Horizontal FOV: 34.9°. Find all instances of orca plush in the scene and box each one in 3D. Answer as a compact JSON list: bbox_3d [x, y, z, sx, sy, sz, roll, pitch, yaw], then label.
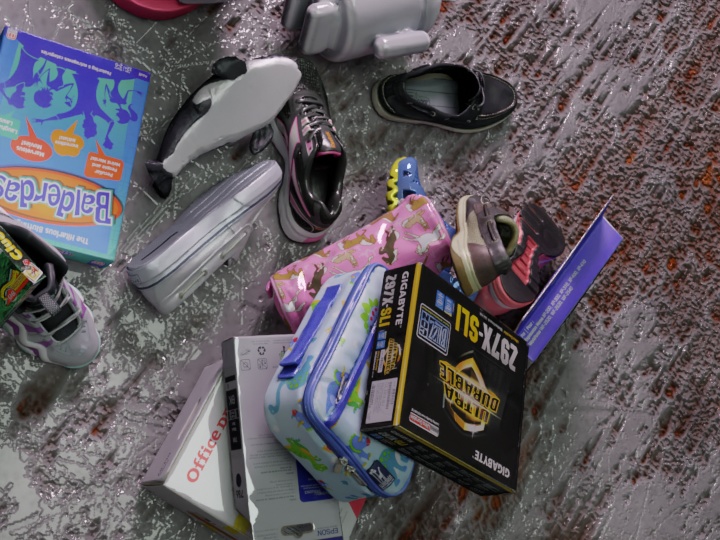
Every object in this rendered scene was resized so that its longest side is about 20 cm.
[{"bbox_3d":[-0.153,-0.159,1.206,0.105,0.071,0.201,42,79,-35],"label":"orca plush"}]

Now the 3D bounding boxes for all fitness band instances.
[{"bbox_3d":[-0.200,-0.356,1.231,0.200,0.037,0.144,-42,103,-27],"label":"fitness band"}]

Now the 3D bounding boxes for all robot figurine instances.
[{"bbox_3d":[0.009,-0.303,1.283,0.198,0.113,0.171,-20,66,-28],"label":"robot figurine"}]

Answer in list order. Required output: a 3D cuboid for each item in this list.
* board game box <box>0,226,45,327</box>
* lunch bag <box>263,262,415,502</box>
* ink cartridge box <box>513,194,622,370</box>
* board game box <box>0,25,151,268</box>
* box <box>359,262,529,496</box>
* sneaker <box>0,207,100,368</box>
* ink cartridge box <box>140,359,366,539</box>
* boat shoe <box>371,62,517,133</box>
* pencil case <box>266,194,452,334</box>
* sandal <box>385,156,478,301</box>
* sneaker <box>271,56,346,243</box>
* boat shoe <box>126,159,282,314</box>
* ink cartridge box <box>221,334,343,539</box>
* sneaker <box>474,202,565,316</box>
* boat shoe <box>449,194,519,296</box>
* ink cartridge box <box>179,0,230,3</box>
[{"bbox_3d":[-0.362,0.030,0.983,0.105,0.200,0.023,45,27,-4],"label":"board game box"},{"bbox_3d":[0.000,0.104,1.087,0.161,0.082,0.201,52,45,-26],"label":"lunch bag"},{"bbox_3d":[0.216,0.038,1.280,0.043,0.201,0.199,35,64,9],"label":"ink cartridge box"},{"bbox_3d":[-0.299,-0.119,1.124,0.150,0.045,0.203,14,75,-25],"label":"board game box"},{"bbox_3d":[0.086,0.108,1.090,0.199,0.049,0.162,35,53,-41],"label":"box"},{"bbox_3d":[-0.287,0.027,1.026,0.078,0.139,0.201,-47,123,-17],"label":"sneaker"},{"bbox_3d":[-0.096,0.200,1.147,0.199,0.083,0.146,36,65,-18],"label":"ink cartridge box"},{"bbox_3d":[0.113,-0.209,1.346,0.197,0.066,0.076,3,78,-27],"label":"boat shoe"},{"bbox_3d":[0.000,0.000,1.196,0.198,0.087,0.083,-30,119,-2],"label":"pencil case"},{"bbox_3d":[0.077,-0.029,1.274,0.086,0.079,0.203,-12,94,6],"label":"sandal"},{"bbox_3d":[-0.047,-0.136,1.237,0.079,0.086,0.203,-6,83,-30],"label":"sneaker"},{"bbox_3d":[-0.152,-0.035,1.182,0.199,0.073,0.067,-40,118,-21],"label":"boat shoe"},{"bbox_3d":[-0.076,0.163,1.096,0.098,0.039,0.203,1,77,-30],"label":"ink cartridge box"},{"bbox_3d":[0.173,-0.011,1.341,0.074,0.087,0.200,49,39,-7],"label":"sneaker"},{"bbox_3d":[0.135,-0.032,1.201,0.201,0.065,0.073,-66,141,-67],"label":"boat shoe"},{"bbox_3d":[-0.144,-0.391,1.163,0.084,0.145,0.203,-8,86,-31],"label":"ink cartridge box"}]
